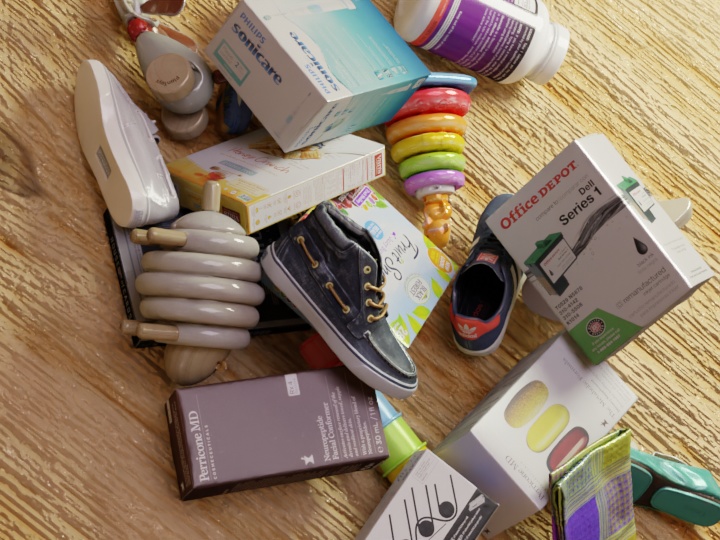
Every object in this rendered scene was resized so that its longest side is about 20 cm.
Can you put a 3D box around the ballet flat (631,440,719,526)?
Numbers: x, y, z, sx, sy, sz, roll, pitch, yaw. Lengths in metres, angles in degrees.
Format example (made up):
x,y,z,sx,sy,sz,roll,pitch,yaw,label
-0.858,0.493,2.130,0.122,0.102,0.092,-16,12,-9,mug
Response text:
x,y,z,sx,sy,sz,roll,pitch,yaw,label
0.316,0.229,1.714,0.200,0.067,0.070,21,33,-19,ballet flat

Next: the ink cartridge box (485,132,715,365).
x,y,z,sx,sy,sz,roll,pitch,yaw,label
0.251,-0.025,1.631,0.200,0.146,0.084,53,30,12,ink cartridge box

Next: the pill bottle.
x,y,z,sx,sy,sz,roll,pitch,yaw,label
0.148,-0.297,1.859,0.200,0.112,0.113,22,56,-18,pill bottle

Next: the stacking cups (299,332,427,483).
x,y,z,sx,sy,sz,roll,pitch,yaw,label
0.011,0.147,1.579,0.060,0.061,0.200,-33,84,-37,stacking cups

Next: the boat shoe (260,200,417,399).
x,y,z,sx,sy,sz,roll,pitch,yaw,label
0.001,0.029,1.470,0.200,0.091,0.071,46,22,-4,boat shoe

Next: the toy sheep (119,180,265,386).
x,y,z,sx,sy,sz,roll,pitch,yaw,label
-0.157,0.012,1.484,0.138,0.138,0.200,8,90,-26,toy sheep

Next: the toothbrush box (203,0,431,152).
x,y,z,sx,sy,sz,roll,pitch,yaw,label
-0.043,-0.221,1.629,0.146,0.085,0.200,51,35,11,toothbrush box

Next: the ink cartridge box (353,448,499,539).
x,y,z,sx,sy,sz,roll,pitch,yaw,label
0.040,0.282,1.497,0.094,0.044,0.200,38,73,-6,ink cartridge box

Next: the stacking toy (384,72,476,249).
x,y,z,sx,sy,sz,roll,pitch,yaw,label
0.080,-0.121,1.746,0.110,0.116,0.200,-1,77,-31,stacking toy

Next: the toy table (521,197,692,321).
x,y,z,sx,sy,sz,roll,pitch,yaw,label
0.286,-0.024,1.763,0.200,0.184,0.117,0,49,7,toy table

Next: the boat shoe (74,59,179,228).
x,y,z,sx,sy,sz,roll,pitch,yaw,label
-0.237,-0.133,1.573,0.068,0.072,0.200,-4,52,-35,boat shoe

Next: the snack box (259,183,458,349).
x,y,z,sx,sy,sz,roll,pitch,yaw,label
0.000,0.000,1.609,0.169,0.068,0.200,43,32,-2,snack box

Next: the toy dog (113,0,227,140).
x,y,z,sx,sy,sz,roll,pitch,yaw,label
-0.195,-0.244,1.641,0.096,0.132,0.200,-22,84,-5,toy dog

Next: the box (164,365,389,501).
x,y,z,sx,sy,sz,roll,pitch,yaw,label
-0.081,0.154,1.490,0.200,0.075,0.100,-8,75,-17,box

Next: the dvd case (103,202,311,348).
x,y,z,sx,sy,sz,roll,pitch,yaw,label
-0.155,0.000,1.589,0.200,0.025,0.151,-5,68,-30,dvd case

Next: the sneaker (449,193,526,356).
x,y,z,sx,sy,sz,roll,pitch,yaw,label
0.146,-0.009,1.697,0.075,0.085,0.200,6,64,17,sneaker

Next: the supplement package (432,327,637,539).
x,y,z,sx,sy,sz,roll,pitch,yaw,label
0.180,0.171,1.630,0.114,0.110,0.200,48,53,1,supplement package

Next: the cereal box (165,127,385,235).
x,y,z,sx,sy,sz,roll,pitch,yaw,label
-0.092,-0.105,1.613,0.144,0.040,0.200,22,36,39,cereal box

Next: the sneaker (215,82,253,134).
x,y,z,sx,sy,sz,roll,pitch,yaw,label
-0.101,-0.226,1.706,0.088,0.075,0.200,24,56,-16,sneaker

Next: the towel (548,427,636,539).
x,y,z,sx,sy,sz,roll,pitch,yaw,label
0.248,0.277,1.595,0.144,0.023,0.200,-25,115,-43,towel
